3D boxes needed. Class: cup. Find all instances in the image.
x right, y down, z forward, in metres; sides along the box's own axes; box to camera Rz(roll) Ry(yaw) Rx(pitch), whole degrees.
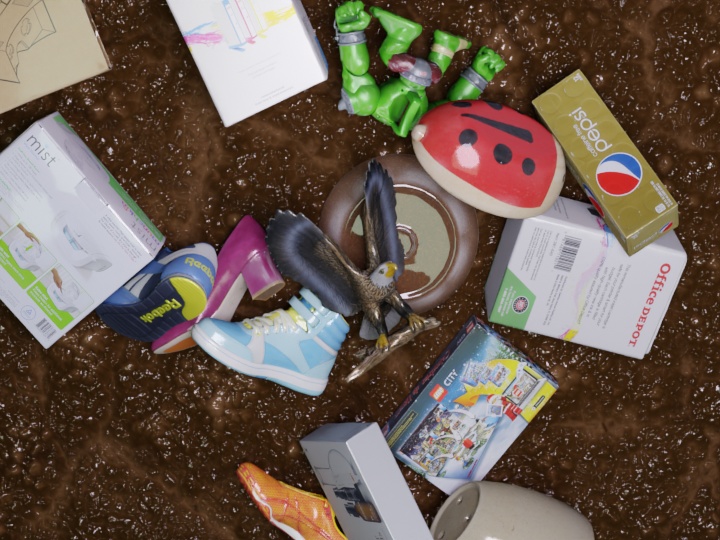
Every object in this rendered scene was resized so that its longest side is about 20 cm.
[{"bbox_3d":[0.165,0.341,1.310,0.143,0.201,0.201,38,102,-13],"label":"cup"}]

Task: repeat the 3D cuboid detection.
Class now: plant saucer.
[{"bbox_3d":[0.046,-0.036,1.291,0.196,0.037,0.204,0,106,0],"label":"plant saucer"}]

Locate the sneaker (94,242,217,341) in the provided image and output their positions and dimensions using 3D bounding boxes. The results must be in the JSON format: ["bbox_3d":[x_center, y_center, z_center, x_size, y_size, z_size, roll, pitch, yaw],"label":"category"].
[{"bbox_3d":[-0.237,0.025,1.268,0.198,0.083,0.074,-19,130,39],"label":"sneaker"}]

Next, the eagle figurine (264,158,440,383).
[{"bbox_3d":[0.004,-0.003,1.216,0.150,0.151,0.202,-34,86,34],"label":"eagle figurine"}]

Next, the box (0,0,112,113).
[{"bbox_3d":[-0.404,-0.272,1.223,0.197,0.021,0.166,-20,105,4],"label":"box"}]

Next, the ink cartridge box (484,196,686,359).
[{"bbox_3d":[0.261,0.003,1.269,0.196,0.084,0.147,14,117,-5],"label":"ink cartridge box"}]

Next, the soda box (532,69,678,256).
[{"bbox_3d":[0.272,-0.121,1.200,0.067,0.064,0.202,-32,65,6],"label":"soda box"}]

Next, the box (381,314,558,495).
[{"bbox_3d":[0.134,0.176,1.350,0.136,0.038,0.201,36,102,-10],"label":"box"}]

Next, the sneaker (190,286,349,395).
[{"bbox_3d":[-0.098,0.061,1.276,0.198,0.079,0.132,23,101,-39],"label":"sneaker"}]

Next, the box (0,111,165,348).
[{"bbox_3d":[-0.359,-0.048,1.248,0.176,0.097,0.201,-39,103,9],"label":"box"}]

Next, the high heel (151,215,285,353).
[{"bbox_3d":[-0.186,0.021,1.301,0.199,0.067,0.097,-34,72,22],"label":"high heel"}]

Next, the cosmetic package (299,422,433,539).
[{"bbox_3d":[0.013,0.284,1.305,0.051,0.150,0.203,-28,94,-24],"label":"cosmetic package"}]

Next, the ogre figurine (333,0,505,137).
[{"bbox_3d":[0.053,-0.217,1.204,0.197,0.098,0.122,9,108,-38],"label":"ogre figurine"}]

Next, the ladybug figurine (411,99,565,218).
[{"bbox_3d":[0.146,-0.129,1.167,0.197,0.138,0.072,11,143,-28],"label":"ladybug figurine"}]

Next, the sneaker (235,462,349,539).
[{"bbox_3d":[-0.079,0.305,1.378,0.200,0.073,0.077,43,81,-17],"label":"sneaker"}]

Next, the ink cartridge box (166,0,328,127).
[{"bbox_3d":[-0.130,-0.282,1.171,0.123,0.129,0.203,-24,104,6],"label":"ink cartridge box"}]
